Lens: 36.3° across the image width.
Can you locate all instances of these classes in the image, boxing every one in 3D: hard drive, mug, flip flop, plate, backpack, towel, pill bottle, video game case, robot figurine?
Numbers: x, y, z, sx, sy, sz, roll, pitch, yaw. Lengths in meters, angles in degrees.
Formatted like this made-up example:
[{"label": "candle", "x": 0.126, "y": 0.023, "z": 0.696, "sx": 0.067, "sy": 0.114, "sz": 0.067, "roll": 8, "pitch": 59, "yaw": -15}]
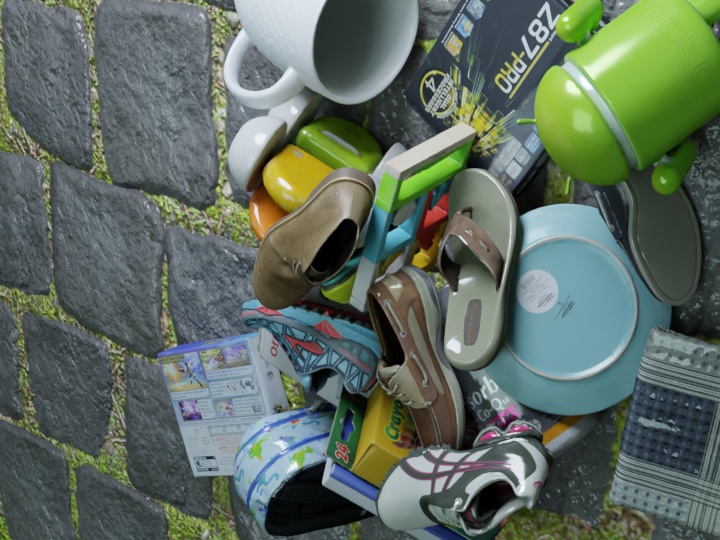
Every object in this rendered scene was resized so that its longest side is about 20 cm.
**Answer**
[{"label": "hard drive", "x": 0.057, "y": 0.229, "z": 1.178, "sx": 0.198, "sy": 0.133, "sz": 0.026, "roll": 31, "pitch": 118, "yaw": -9}, {"label": "mug", "x": -0.064, "y": -0.254, "z": 1.146, "sx": 0.174, "sy": 0.148, "sz": 0.201, "roll": 34, "pitch": 83, "yaw": 39}, {"label": "flip flop", "x": 0.103, "y": -0.007, "z": 1.048, "sx": 0.080, "sy": 0.057, "sz": 0.204, "roll": -9, "pitch": 66, "yaw": 40}, {"label": "plate", "x": 0.196, "y": 0.036, "z": 1.048, "sx": 0.196, "sy": 0.026, "sz": 0.205, "roll": -1, "pitch": 85, "yaw": 13}, {"label": "backpack", "x": -0.053, "y": 0.236, "z": 1.291, "sx": 0.154, "sy": 0.198, "sz": 0.165, "roll": 43, "pitch": 129, "yaw": 23}, {"label": "towel", "x": 0.343, "y": 0.160, "z": 1.008, "sx": 0.197, "sy": 0.034, "sz": 0.196, "roll": 16, "pitch": 113, "yaw": 20}, {"label": "pill bottle", "x": 0.147, "y": 0.103, "z": 1.125, "sx": 0.201, "sy": 0.116, "sz": 0.116, "roll": 55, "pitch": 132, "yaw": 12}, {"label": "video game case", "x": -0.177, "y": 0.184, "z": 1.487, "sx": 0.198, "sy": 0.045, "sz": 0.185, "roll": -11, "pitch": 98, "yaw": 43}, {"label": "robot figurine", "x": 0.232, "y": -0.153, "z": 0.923, "sx": 0.199, "sy": 0.116, "sz": 0.177, "roll": -35, "pitch": 98, "yaw": 6}]

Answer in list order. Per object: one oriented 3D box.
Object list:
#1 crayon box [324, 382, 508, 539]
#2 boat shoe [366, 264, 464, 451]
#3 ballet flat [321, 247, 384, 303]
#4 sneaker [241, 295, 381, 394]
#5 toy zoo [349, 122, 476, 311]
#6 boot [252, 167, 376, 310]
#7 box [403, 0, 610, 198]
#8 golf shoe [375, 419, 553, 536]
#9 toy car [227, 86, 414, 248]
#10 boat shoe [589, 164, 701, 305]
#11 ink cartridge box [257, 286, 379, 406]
[{"label": "crayon box", "x": 0.065, "y": 0.190, "z": 1.161, "sx": 0.198, "sy": 0.128, "sz": 0.051, "roll": 30, "pitch": 121, "yaw": -9}, {"label": "boat shoe", "x": 0.049, "y": 0.099, "z": 1.091, "sx": 0.075, "sy": 0.071, "sz": 0.204, "roll": -6, "pitch": 100, "yaw": 63}, {"label": "ballet flat", "x": 0.000, "y": 0.000, "z": 1.187, "sx": 0.066, "sy": 0.200, "sz": 0.068, "roll": -31, "pitch": 105, "yaw": 11}, {"label": "sneaker", "x": -0.061, "y": 0.083, "z": 1.196, "sx": 0.197, "sy": 0.079, "sz": 0.098, "roll": 13, "pitch": 90, "yaw": 37}, {"label": "toy zoo", "x": 0.049, "y": -0.041, "z": 1.104, "sx": 0.020, "sy": 0.130, "sz": 0.203, "roll": 34, "pitch": 132, "yaw": 24}, {"label": "boot", "x": -0.055, "y": -0.012, "z": 1.071, "sx": 0.073, "sy": 0.076, "sz": 0.200, "roll": 24, "pitch": 134, "yaw": -18}, {"label": "box", "x": 0.147, "y": -0.193, "z": 1.071, "sx": 0.162, "sy": 0.049, "sz": 0.201, "roll": 48, "pitch": 131, "yaw": 15}, {"label": "golf shoe", "x": 0.089, "y": 0.210, "z": 1.043, "sx": 0.198, "sy": 0.089, "sz": 0.077, "roll": -30, "pitch": 111, "yaw": 28}, {"label": "toy car", "x": -0.050, "y": -0.086, "z": 1.182, "sx": 0.173, "sy": 0.200, "sz": 0.151, "roll": 31, "pitch": 127, "yaw": 5}, {"label": "boat shoe", "x": 0.256, "y": -0.064, "z": 1.021, "sx": 0.203, "sy": 0.072, "sz": 0.063, "roll": 68, "pitch": 163, "yaw": -1}, {"label": "ink cartridge box", "x": -0.020, "y": 0.071, "z": 1.284, "sx": 0.198, "sy": 0.084, "sz": 0.148, "roll": 27, "pitch": 121, "yaw": 30}]
